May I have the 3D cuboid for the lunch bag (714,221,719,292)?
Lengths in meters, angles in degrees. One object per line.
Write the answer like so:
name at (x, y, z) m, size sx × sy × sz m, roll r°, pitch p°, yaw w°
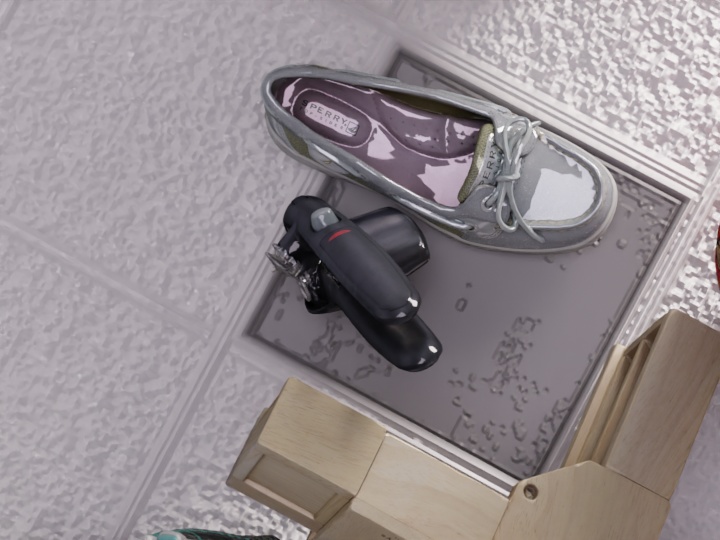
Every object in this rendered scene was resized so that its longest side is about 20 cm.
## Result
lunch bag at (0.233, 0.040, 1.079) m, size 0.082 × 0.200 × 0.177 m, roll -11°, pitch 66°, yaw 3°

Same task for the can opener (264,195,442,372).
can opener at (0.000, 0.000, 1.112) m, size 0.079 × 0.200 × 0.063 m, roll -35°, pitch 108°, yaw 0°

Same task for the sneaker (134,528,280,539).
sneaker at (-0.116, 0.173, 1.150) m, size 0.200 × 0.091 × 0.078 m, roll -11°, pitch 88°, yaw 43°

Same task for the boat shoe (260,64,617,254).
boat shoe at (0.041, -0.063, 1.178) m, size 0.201 × 0.065 × 0.075 m, roll 23°, pitch 88°, yaw 6°

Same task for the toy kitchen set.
toy kitchen set at (0.051, 0.090, 1.150) m, size 0.200 × 0.163 × 0.181 m, roll 29°, pitch 65°, yaw -4°
